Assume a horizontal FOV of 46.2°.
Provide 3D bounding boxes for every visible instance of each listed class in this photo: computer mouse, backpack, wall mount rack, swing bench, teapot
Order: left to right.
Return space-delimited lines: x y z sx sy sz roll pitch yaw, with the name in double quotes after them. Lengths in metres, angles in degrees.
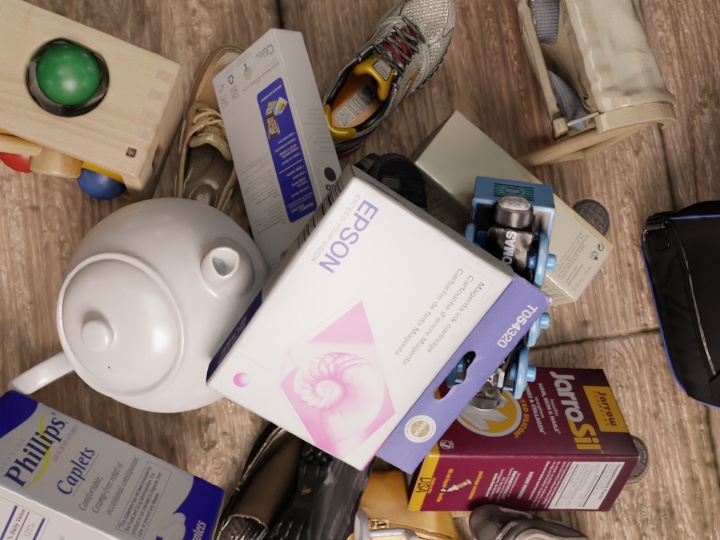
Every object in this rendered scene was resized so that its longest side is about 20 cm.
-0.179 0.038 0.696 0.197 0.146 0.201 19 109 17 "teapot"
0.000 0.000 0.729 0.140 0.046 0.201 -5 92 -42 "computer mouse"
0.034 0.302 0.683 0.074 0.174 0.201 -1 99 -8 "wall mount rack"
0.195 -0.210 0.789 0.129 0.200 0.200 -13 88 -22 "swing bench"
0.393 0.029 0.828 0.147 0.183 0.201 -15 98 -33 "backpack"

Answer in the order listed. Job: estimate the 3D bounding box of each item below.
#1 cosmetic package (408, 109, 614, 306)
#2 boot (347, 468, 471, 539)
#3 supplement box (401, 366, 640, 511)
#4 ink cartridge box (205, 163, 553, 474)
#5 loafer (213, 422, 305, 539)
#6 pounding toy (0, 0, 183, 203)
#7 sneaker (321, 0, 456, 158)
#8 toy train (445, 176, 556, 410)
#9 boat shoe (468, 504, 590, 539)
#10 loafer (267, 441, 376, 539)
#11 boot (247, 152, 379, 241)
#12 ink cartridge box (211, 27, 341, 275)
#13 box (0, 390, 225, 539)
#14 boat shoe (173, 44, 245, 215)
0.133 -0.054 0.821 0.200 0.104 0.073 41 77 -7 "cosmetic package"
0.053 0.288 0.798 0.143 0.071 0.202 0 82 -5 "boot"
0.139 0.155 0.787 0.199 0.086 0.111 3 40 -11 "supplement box"
0.018 0.054 0.638 0.200 0.043 0.197 31 106 -16 "ink cartridge box"
-0.084 0.218 0.768 0.073 0.071 0.200 30 80 -7 "loafer"
-0.259 -0.125 0.698 0.184 0.200 0.143 20 82 -9 "pounding toy"
0.028 -0.191 0.813 0.078 0.082 0.200 37 86 -7 "sneaker"
0.120 0.020 0.727 0.086 0.114 0.201 8 118 9 "toy train"
0.165 0.256 0.790 0.067 0.057 0.200 -53 139 1 "boat shoe"
-0.032 0.221 0.734 0.070 0.068 0.201 37 64 -35 "loafer"
-0.004 0.005 0.803 0.150 0.073 0.201 -26 91 -11 "boot"
-0.067 -0.095 0.729 0.039 0.099 0.201 -6 79 -44 "ink cartridge box"
-0.242 0.226 0.678 0.200 0.105 0.184 28 113 -9 "box"
-0.133 -0.121 0.791 0.071 0.065 0.201 10 83 -11 "boat shoe"
